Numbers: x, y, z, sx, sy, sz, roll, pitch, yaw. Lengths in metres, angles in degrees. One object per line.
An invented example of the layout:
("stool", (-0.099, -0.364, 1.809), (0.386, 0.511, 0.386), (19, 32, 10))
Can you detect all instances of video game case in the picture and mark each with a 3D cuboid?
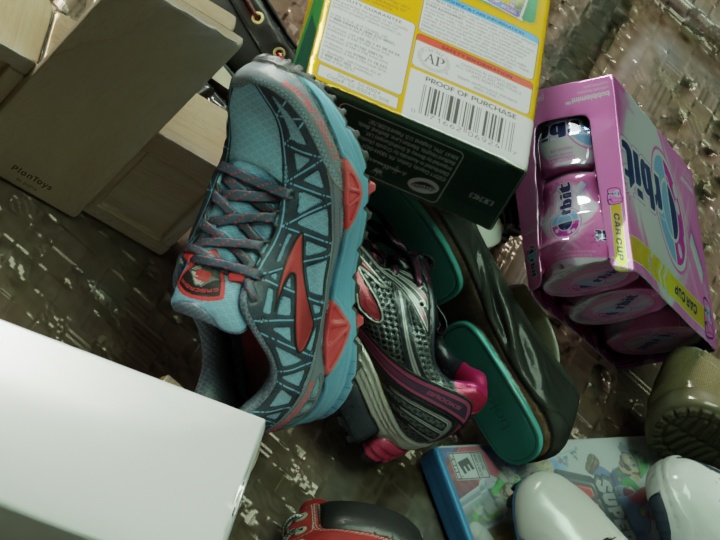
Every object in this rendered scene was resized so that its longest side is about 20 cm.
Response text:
("video game case", (0.133, 0.161, 1.651), (0.199, 0.018, 0.144), (0, 60, -41))

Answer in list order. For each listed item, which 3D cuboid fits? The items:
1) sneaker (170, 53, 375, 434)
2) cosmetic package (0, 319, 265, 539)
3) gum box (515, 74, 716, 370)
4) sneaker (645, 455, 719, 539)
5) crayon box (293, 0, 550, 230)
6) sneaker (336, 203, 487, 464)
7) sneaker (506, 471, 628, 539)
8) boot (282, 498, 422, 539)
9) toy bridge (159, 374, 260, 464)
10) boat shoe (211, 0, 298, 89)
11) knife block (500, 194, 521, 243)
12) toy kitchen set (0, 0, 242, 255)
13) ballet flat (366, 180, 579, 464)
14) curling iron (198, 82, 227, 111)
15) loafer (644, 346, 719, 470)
("sneaker", (-0.049, -0.005, 1.468), (0.095, 0.079, 0.201), (-23, 118, -42))
("cosmetic package", (-0.155, 0.094, 1.354), (0.199, 0.085, 0.108), (23, 44, -1))
("gum box", (0.142, -0.025, 1.675), (0.200, 0.066, 0.114), (37, 44, -65))
("sneaker", (0.262, 0.140, 1.669), (0.199, 0.129, 0.080), (38, 33, -29))
("crayon box", (0.033, -0.123, 1.581), (0.125, 0.052, 0.201), (23, 42, -9))
("sneaker", (0.000, 0.000, 1.570), (0.201, 0.074, 0.081), (64, 17, -13))
("sneaker", (0.155, 0.186, 1.584), (0.200, 0.072, 0.072), (53, 43, 6))
("boot", (-0.052, 0.164, 1.463), (0.199, 0.073, 0.144), (2, 29, -18))
("toy bridge", (-0.085, 0.084, 1.511), (0.067, 0.027, 0.200), (42, 41, -12))
("boat shoe", (-0.030, -0.094, 1.651), (0.202, 0.063, 0.074), (49, 4, 0))
("knife block", (0.054, -0.121, 1.681), (0.064, 0.201, 0.175), (-6, 34, -43))
("toy kitchen set", (-0.130, -0.155, 1.548), (0.199, 0.163, 0.181), (30, 44, -21))
("ballet flat", (0.058, 0.013, 1.625), (0.068, 0.068, 0.201), (-39, 104, -44))
("curling iron", (-0.041, -0.041, 1.640), (0.200, 0.026, 0.050), (47, 4, -8))
("loafer", (0.245, 0.102, 1.736), (0.200, 0.076, 0.068), (34, 42, -35))
